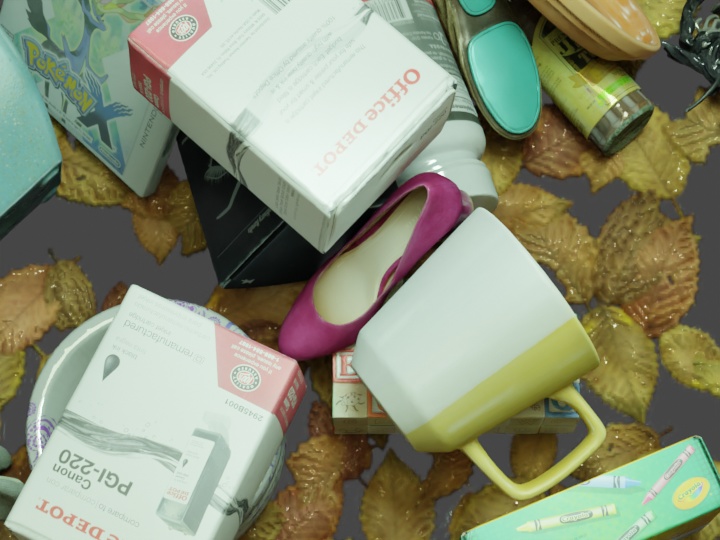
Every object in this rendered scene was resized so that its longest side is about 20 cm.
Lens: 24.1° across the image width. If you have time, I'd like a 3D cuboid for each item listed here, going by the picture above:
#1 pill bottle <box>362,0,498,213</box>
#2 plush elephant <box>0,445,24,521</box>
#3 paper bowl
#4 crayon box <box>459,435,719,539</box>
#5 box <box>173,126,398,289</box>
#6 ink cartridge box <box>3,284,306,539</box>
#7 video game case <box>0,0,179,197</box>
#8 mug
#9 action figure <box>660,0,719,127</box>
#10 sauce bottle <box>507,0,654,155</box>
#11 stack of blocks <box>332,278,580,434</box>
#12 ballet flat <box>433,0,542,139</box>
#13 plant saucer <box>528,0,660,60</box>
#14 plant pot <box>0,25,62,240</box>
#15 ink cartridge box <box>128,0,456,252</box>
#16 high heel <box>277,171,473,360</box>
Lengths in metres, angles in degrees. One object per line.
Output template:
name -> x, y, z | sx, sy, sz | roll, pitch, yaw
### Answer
pill bottle -> 0.037, -0.129, 1.407 | 0.113, 0.114, 0.202 | -18, 73, -5
plush elephant -> -0.331, 0.152, 1.308 | 0.164, 0.155, 0.201 | -30, 29, 30
paper bowl -> -0.157, 0.132, 1.327 | 0.198, 0.104, 0.203 | 0, 72, 0
crayon box -> 0.173, 0.201, 1.294 | 0.198, 0.119, 0.059 | -21, 73, -7
box -> -0.069, -0.107, 1.369 | 0.103, 0.148, 0.202 | -6, 70, -34
ink cartridge box -> -0.147, 0.134, 1.230 | 0.145, 0.085, 0.201 | 24, 76, 9
video game case -> -0.219, -0.188, 1.402 | 0.200, 0.183, 0.022 | 42, 42, 15
mug -> 0.086, 0.070, 1.265 | 0.153, 0.150, 0.187 | -37, 62, -3
action figure -> 0.329, -0.229, 1.445 | 0.118, 0.102, 0.202 | 18, 71, -6
sauce bottle -> 0.167, -0.190, 1.451 | 0.065, 0.065, 0.200 | -39, 76, -11
stack of blocks -> 0.076, 0.070, 1.369 | 0.198, 0.059, 0.116 | 0, 72, 1
ballet flat -> 0.096, -0.205, 1.432 | 0.067, 0.072, 0.202 | -26, 94, -16
plant saucer -> 0.170, -0.245, 1.419 | 0.037, 0.200, 0.201 | -45, 74, 22
plant pot -> -0.350, -0.111, 1.370 | 0.196, 0.196, 0.200 | -44, 92, -13
ink cartridge box -> -0.050, -0.136, 1.237 | 0.200, 0.085, 0.146 | 40, 71, 11
high heel -> 0.000, 0.000, 1.292 | 0.199, 0.096, 0.068 | -36, 74, 15
